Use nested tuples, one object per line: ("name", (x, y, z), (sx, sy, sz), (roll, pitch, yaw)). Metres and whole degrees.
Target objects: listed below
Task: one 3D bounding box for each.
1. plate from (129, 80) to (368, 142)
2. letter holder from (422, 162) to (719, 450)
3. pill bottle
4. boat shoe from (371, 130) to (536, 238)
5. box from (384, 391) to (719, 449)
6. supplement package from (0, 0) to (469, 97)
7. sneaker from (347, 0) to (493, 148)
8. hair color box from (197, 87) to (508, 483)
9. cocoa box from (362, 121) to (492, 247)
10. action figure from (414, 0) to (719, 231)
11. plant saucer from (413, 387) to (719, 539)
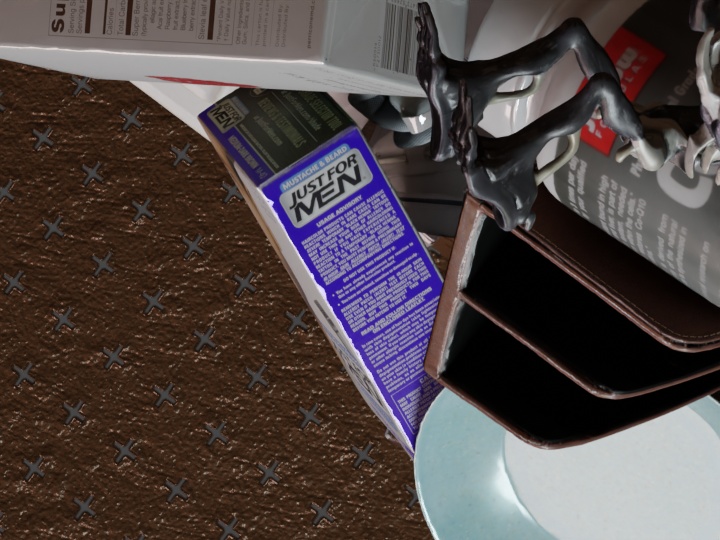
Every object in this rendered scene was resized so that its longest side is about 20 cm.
("plate", (-0.087, -0.122, 1.626), (0.200, 0.032, 0.200), (37, 160, -1))
("letter holder", (0.153, 0.013, 1.361), (0.199, 0.101, 0.142), (-21, -135, -42))
("pill bottle", (0.147, -0.056, 1.266), (0.200, 0.114, 0.114), (34, 177, 27))
("boat shoe", (0.039, -0.054, 1.586), (0.072, 0.066, 0.200), (4, -176, -23))
("box", (0.156, 0.073, 1.640), (0.199, 0.165, 0.166), (25, 177, 29))
("supplement package", (-0.064, -0.143, 1.284), (0.199, 0.121, 0.121), (5, 179, 31))
("sneaker", (0.018, -0.134, 1.507), (0.075, 0.115, 0.200), (38, 177, -32))
("hair color box", (0.000, 0.000, 1.512), (0.201, 0.065, 0.109), (62, 174, -29))
("cocoa box", (0.023, -0.101, 1.795), (0.131, 0.134, 0.200), (38, 177, -2))
("action figure", (0.127, -0.078, 1.129), (0.119, 0.199, 0.102), (-110, 14, -50))
("plant saucer", (0.126, 0.109, 1.479), (0.200, 0.039, 0.202), (14, 128, 18))
